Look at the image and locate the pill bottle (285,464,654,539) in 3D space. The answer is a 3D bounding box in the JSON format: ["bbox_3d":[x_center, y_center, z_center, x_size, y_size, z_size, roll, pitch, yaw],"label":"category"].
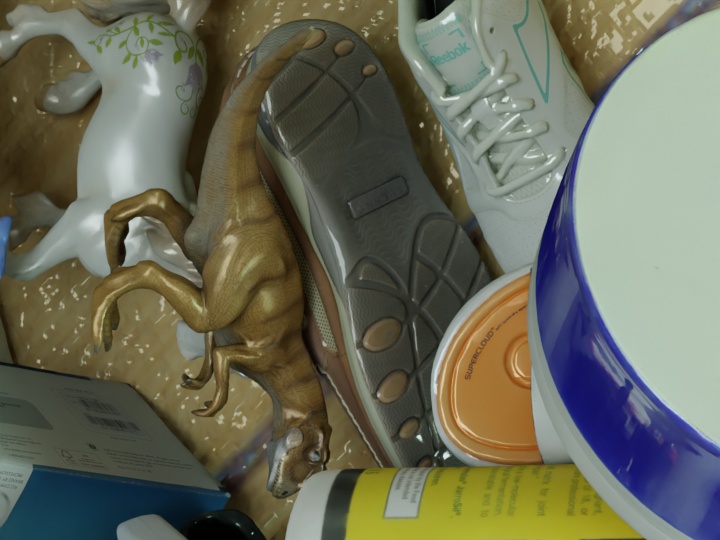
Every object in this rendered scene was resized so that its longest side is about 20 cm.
[{"bbox_3d":[0.078,0.124,1.014,0.198,0.111,0.112,-3,89,11],"label":"pill bottle"}]

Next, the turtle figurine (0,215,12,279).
[{"bbox_3d":[-0.234,-0.072,1.099,0.144,0.199,0.195,-55,48,46],"label":"turtle figurine"}]

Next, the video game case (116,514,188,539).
[{"bbox_3d":[-0.041,0.199,1.037,0.200,0.022,0.184,-157,55,-69],"label":"video game case"}]

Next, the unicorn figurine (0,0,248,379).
[{"bbox_3d":[-0.096,-0.035,1.167,0.137,0.074,0.202,2,94,32],"label":"unicorn figurine"}]

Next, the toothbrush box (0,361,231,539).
[{"bbox_3d":[-0.170,0.141,1.159,0.085,0.146,0.201,42,110,38],"label":"toothbrush box"}]

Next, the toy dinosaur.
[{"bbox_3d":[-0.050,-0.010,1.086,0.105,0.061,0.201,-2,119,12],"label":"toy dinosaur"}]

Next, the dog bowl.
[{"bbox_3d":[0.160,0.007,0.966,0.198,0.079,0.201,3,60,-5],"label":"dog bowl"}]

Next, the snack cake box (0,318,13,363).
[{"bbox_3d":[-0.252,0.056,1.253,0.199,0.067,0.116,-21,80,26],"label":"snack cake box"}]

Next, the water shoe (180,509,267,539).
[{"bbox_3d":[-0.018,0.182,1.105,0.071,0.079,0.200,-33,62,-15],"label":"water shoe"}]

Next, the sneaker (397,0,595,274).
[{"bbox_3d":[0.051,-0.067,1.088,0.070,0.080,0.201,-26,80,23],"label":"sneaker"}]

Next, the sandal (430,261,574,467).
[{"bbox_3d":[0.122,0.022,1.027,0.205,0.059,0.080,-12,83,9],"label":"sandal"}]

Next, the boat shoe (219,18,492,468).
[{"bbox_3d":[0.000,0.000,1.127,0.072,0.075,0.201,-19,90,58],"label":"boat shoe"}]
